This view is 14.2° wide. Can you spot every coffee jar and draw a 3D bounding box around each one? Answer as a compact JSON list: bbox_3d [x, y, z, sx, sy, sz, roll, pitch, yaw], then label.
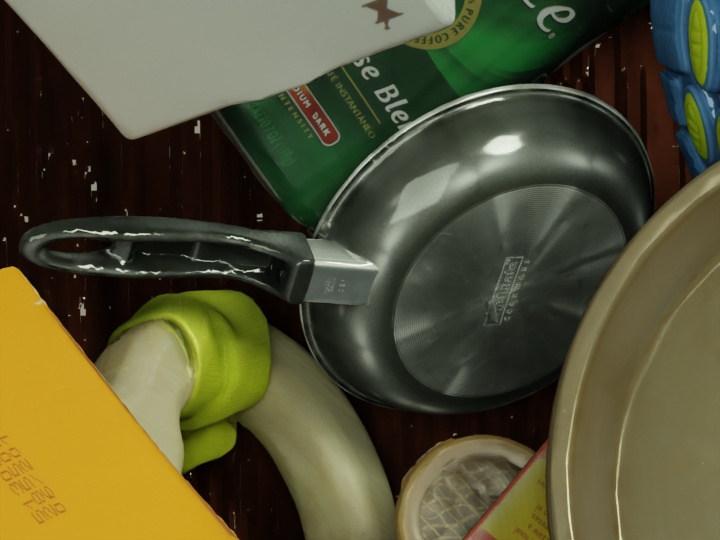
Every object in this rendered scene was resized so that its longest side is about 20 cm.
[{"bbox_3d":[0.042,-0.103,0.840,0.200,0.085,0.104,-35,98,7],"label":"coffee jar"}]

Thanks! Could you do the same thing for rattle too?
[{"bbox_3d":[-0.045,0.116,0.865,0.143,0.130,0.200,-31,110,16],"label":"rattle"}]

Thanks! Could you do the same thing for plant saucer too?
[{"bbox_3d":[0.147,0.055,0.738,0.200,0.029,0.200,-2,76,8],"label":"plant saucer"}]

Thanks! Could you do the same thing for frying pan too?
[{"bbox_3d":[0.011,-0.013,0.816,0.115,0.190,0.031,-53,42,16],"label":"frying pan"}]

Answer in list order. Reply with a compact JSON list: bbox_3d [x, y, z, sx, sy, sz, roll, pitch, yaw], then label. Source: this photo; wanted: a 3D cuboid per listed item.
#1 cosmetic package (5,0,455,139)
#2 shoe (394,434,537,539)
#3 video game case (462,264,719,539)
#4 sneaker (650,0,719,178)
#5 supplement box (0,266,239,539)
[{"bbox_3d":[-0.032,-0.143,0.795,0.101,0.071,0.200,-18,47,23],"label":"cosmetic package"},{"bbox_3d":[0.085,0.127,0.791,0.070,0.053,0.200,-38,77,-13],"label":"shoe"},{"bbox_3d":[0.090,0.106,0.758,0.143,0.017,0.200,39,79,12],"label":"video game case"},{"bbox_3d":[0.138,-0.034,0.812,0.083,0.071,0.200,-28,122,-6],"label":"sneaker"},{"bbox_3d":[-0.109,0.117,0.790,0.126,0.073,0.200,48,136,29],"label":"supplement box"}]
